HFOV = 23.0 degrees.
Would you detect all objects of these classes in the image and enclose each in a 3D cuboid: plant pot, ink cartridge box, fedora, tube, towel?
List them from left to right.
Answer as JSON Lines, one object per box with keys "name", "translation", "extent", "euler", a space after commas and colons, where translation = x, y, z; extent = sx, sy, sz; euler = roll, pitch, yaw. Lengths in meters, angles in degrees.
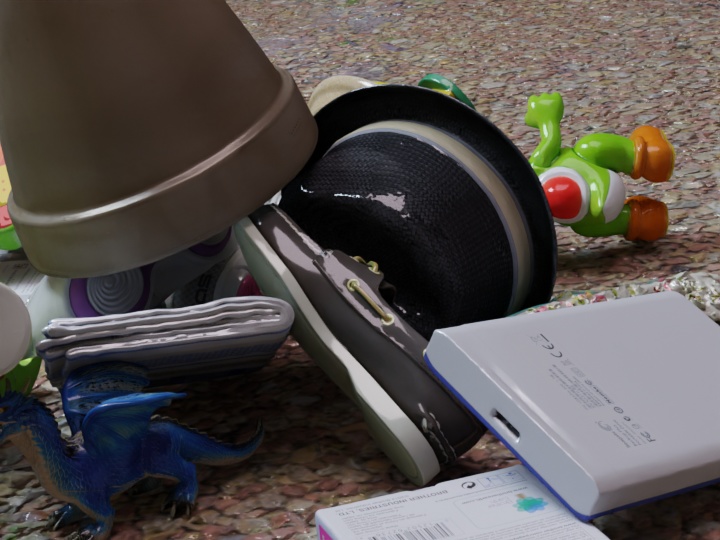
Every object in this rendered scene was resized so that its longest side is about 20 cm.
{"name": "tube", "translation": [-0.210, 0.029, 0.979], "extent": [0.051, 0.059, 0.200], "euler": [-14, 2, -11]}
{"name": "plant pot", "translation": [-0.146, -0.120, 1.067], "extent": [0.198, 0.175, 0.201], "euler": [-19, 26, 9]}
{"name": "towel", "translation": [-0.119, 0.048, 1.063], "extent": [0.145, 0.024, 0.200], "euler": [-6, -10, -9]}
{"name": "fedora", "translation": [0.019, -0.016, 1.085], "extent": [0.199, 0.203, 0.091], "euler": [6, 16, 28]}
{"name": "ink cartridge box", "translation": [0.066, 0.153, 0.823], "extent": [0.118, 0.042, 0.200], "euler": [-10, 17, -19]}

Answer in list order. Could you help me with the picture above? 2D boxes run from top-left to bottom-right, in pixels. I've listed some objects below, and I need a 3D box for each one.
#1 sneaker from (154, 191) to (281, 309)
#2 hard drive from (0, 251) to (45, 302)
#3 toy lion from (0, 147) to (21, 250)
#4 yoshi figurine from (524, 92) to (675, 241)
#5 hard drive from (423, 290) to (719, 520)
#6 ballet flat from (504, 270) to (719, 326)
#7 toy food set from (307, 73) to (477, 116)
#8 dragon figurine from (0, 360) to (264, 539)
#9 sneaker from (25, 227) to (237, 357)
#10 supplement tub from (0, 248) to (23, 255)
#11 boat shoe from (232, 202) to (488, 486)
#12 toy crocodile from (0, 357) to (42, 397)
{"name": "sneaker", "translation": [-0.100, -0.008, 1.276], "extent": [0.086, 0.075, 0.200], "euler": [5, 25, 9]}
{"name": "hard drive", "translation": [-0.253, 0.023, 1.285], "extent": [0.197, 0.038, 0.140], "euler": [-4, 19, 5]}
{"name": "toy lion", "translation": [-0.236, -0.097, 1.298], "extent": [0.190, 0.069, 0.201], "euler": [18, 65, 16]}
{"name": "yoshi figurine", "translation": [0.128, -0.067, 1.331], "extent": [0.198, 0.114, 0.112], "euler": [-1, -27, -13]}
{"name": "hard drive", "translation": [0.146, 0.067, 0.951], "extent": [0.199, 0.026, 0.132], "euler": [-7, 40, -42]}
{"name": "ballet flat", "translation": [0.152, 0.047, 1.070], "extent": [0.198, 0.076, 0.064], "euler": [-16, 41, -20]}
{"name": "toy food set", "translation": [0.040, -0.052, 1.206], "extent": [0.049, 0.201, 0.197], "euler": [-40, 30, -23]}
{"name": "dragon figurine", "translation": [-0.130, 0.086, 0.970], "extent": [0.198, 0.101, 0.059], "euler": [-16, 22, -29]}
{"name": "sneaker", "translation": [-0.155, -0.007, 1.160], "extent": [0.099, 0.075, 0.200], "euler": [-27, 8, 38]}
{"name": "supplement tub", "translation": [-0.200, -0.084, 1.411], "extent": [0.198, 0.147, 0.145], "euler": [-12, 20, -21]}
{"name": "boat shoe", "translation": [-0.001, 0.031, 1.019], "extent": [0.060, 0.072, 0.202], "euler": [-34, 66, -12]}
{"name": "toy crocodile", "translation": [-0.265, 0.040, 1.080], "extent": [0.067, 0.062, 0.200], "euler": [22, -10, 36]}
